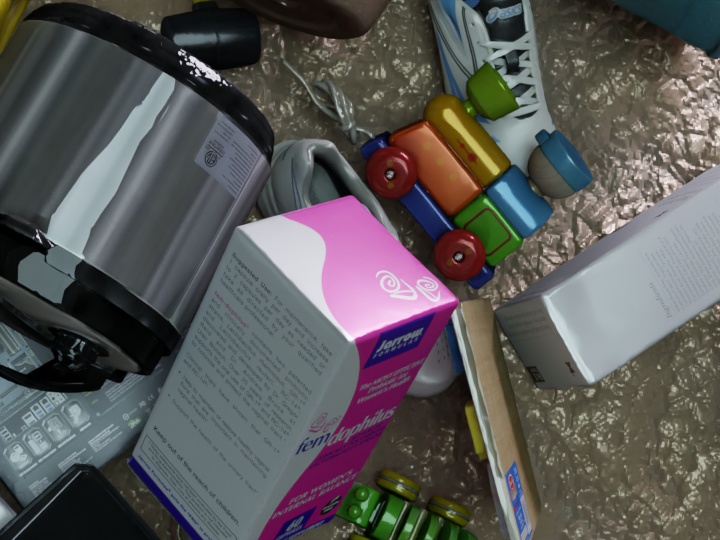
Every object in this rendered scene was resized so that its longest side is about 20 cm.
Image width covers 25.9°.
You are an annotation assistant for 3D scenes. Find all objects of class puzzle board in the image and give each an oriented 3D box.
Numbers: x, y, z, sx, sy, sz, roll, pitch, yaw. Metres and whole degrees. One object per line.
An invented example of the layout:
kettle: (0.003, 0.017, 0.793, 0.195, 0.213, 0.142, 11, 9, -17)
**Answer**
puzzle board: (0.085, 0.093, 0.993, 0.017, 0.200, 0.151, -14, 88, 10)

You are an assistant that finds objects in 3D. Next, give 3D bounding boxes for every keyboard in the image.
keyboard: (-0.161, 0.219, 0.958, 0.127, 0.021, 0.200, -45, 126, -19)

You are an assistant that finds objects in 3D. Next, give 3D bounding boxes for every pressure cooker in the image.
pressure cooker: (-0.163, -0.031, 0.897, 0.176, 0.179, 0.200, 30, 77, -12)

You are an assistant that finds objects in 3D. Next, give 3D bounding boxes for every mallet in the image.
mallet: (-0.125, -0.227, 1.054, 0.066, 0.041, 0.201, -17, 84, -18)

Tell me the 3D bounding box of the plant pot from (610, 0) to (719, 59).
plant pot: (0.196, -0.271, 1.062, 0.188, 0.200, 0.200, 22, 79, 2)

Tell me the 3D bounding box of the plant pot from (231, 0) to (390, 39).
plant pot: (-0.017, -0.248, 0.998, 0.200, 0.200, 0.175, 21, 82, -10)

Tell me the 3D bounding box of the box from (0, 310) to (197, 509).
box: (-0.177, 0.036, 1.005, 0.200, 0.051, 0.158, -38, 93, -13)

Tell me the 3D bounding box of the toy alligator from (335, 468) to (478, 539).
toy alligator: (0.011, 0.161, 1.035, 0.200, 0.054, 0.059, 28, 78, -9)

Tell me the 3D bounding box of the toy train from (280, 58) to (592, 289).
toy train: (0.053, -0.097, 1.037, 0.116, 0.085, 0.200, -39, 94, 12)

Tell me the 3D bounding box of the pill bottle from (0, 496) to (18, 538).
pill bottle: (-0.290, 0.204, 0.930, 0.200, 0.111, 0.111, -42, 95, -13)

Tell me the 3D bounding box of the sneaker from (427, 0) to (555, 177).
sneaker: (0.093, -0.147, 1.078, 0.072, 0.072, 0.201, -18, 90, -16)

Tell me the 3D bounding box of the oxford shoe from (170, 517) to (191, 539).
oxford shoe: (-0.043, 0.222, 1.005, 0.200, 0.074, 0.071, 42, 77, -6)

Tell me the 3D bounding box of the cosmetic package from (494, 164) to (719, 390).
cosmetic package: (0.200, 0.001, 1.074, 0.200, 0.102, 0.074, -30, 91, -16)

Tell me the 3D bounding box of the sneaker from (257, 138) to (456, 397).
sneaker: (0.000, 0.000, 1.033, 0.074, 0.087, 0.200, -37, 95, -16)

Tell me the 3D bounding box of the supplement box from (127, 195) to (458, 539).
supplement box: (-0.044, 0.067, 0.927, 0.101, 0.200, 0.103, -19, 54, -46)

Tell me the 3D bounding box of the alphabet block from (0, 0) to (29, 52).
alphabet block: (-0.317, -0.161, 0.921, 0.200, 0.195, 0.197, 26, 81, -8)
